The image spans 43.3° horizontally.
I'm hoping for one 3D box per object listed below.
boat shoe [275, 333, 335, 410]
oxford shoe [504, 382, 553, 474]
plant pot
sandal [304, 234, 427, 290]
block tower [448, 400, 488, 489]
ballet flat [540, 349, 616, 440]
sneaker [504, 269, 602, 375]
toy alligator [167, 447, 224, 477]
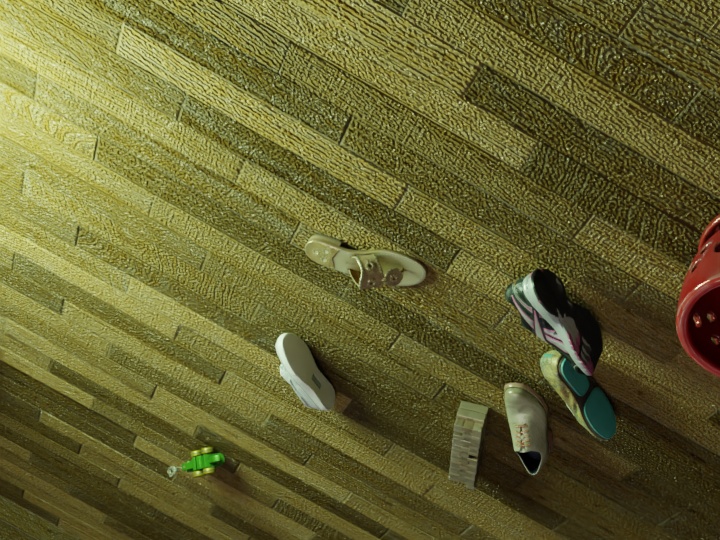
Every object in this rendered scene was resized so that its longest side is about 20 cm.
[{"bbox_3d":[-0.120,0.199,1.758,0.068,0.072,0.200,-8,136,31],"label":"boat shoe"},{"bbox_3d":[0.300,0.284,1.621,0.071,0.074,0.200,-6,128,31],"label":"oxford shoe"},{"bbox_3d":[0.520,0.020,1.170,0.200,0.183,0.201,13,136,14],"label":"plant pot"},{"bbox_3d":[0.000,0.004,1.504,0.211,0.070,0.078,16,136,11],"label":"sandal"},{"bbox_3d":[0.205,0.337,1.734,0.058,0.054,0.200,13,135,16],"label":"block tower"},{"bbox_3d":[0.365,0.207,1.531,0.071,0.071,0.200,-17,122,37],"label":"ballet flat"},{"bbox_3d":[0.303,0.080,1.428,0.086,0.080,0.200,-15,116,51],"label":"sneaker"},{"bbox_3d":[-0.378,0.457,2.140,0.200,0.059,0.054,-24,158,40],"label":"toy alligator"}]
